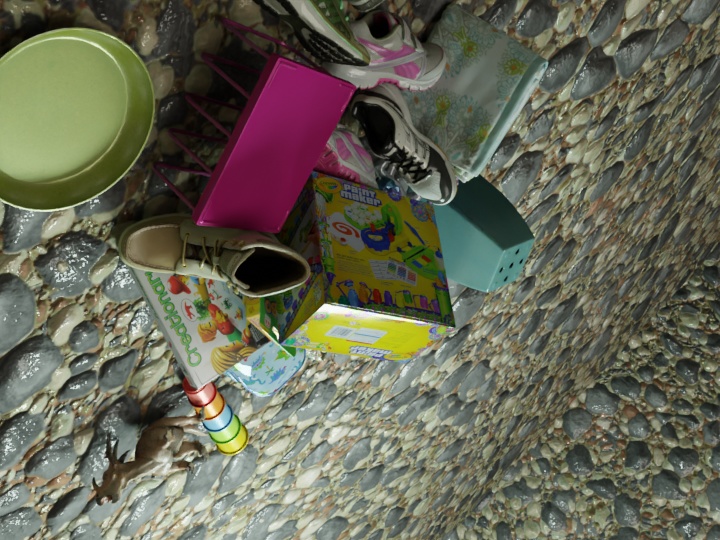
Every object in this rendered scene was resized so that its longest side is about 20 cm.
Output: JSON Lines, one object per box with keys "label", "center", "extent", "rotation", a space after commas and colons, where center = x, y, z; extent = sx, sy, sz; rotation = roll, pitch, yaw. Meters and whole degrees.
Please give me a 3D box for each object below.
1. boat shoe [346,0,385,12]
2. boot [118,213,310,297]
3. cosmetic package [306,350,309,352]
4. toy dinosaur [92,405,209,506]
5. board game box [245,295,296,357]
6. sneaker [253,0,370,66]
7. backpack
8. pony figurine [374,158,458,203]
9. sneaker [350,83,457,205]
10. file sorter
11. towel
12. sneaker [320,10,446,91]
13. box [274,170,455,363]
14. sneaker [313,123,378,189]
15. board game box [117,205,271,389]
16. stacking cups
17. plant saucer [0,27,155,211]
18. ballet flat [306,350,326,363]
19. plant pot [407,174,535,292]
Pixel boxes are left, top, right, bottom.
{"label": "boat shoe", "center": [0.060, -0.385, 0.996], "extent": [0.202, 0.072, 0.060], "rotation": [-50, 145, -7]}
{"label": "boot", "center": [-0.170, -0.016, 0.938], "extent": [0.198, 0.154, 0.073], "rotation": [2, 102, -23]}
{"label": "cosmetic package", "center": [-0.068, 0.040, 1.256], "extent": [0.103, 0.073, 0.201], "rotation": [-28, 155, -33]}
{"label": "toy dinosaur", "center": [-0.305, 0.258, 1.209], "extent": [0.200, 0.134, 0.087], "rotation": [-41, 121, -69]}
{"label": "board game box", "center": [-0.117, 0.013, 1.087], "extent": [0.030, 0.202, 0.096], "rotation": [-20, 142, 17]}
{"label": "sneaker", "center": [-0.043, -0.307, 0.929], "extent": [0.200, 0.077, 0.089], "rotation": [35, 79, -46]}
{"label": "backpack", "center": [-0.162, 0.092, 1.184], "extent": [0.163, 0.153, 0.200], "rotation": [-46, 162, -19]}
{"label": "pony figurine", "center": [0.060, -0.101, 1.261], "extent": [0.193, 0.167, 0.200], "rotation": [37, 97, -28]}
{"label": "sneaker", "center": [0.053, -0.164, 1.123], "extent": [0.075, 0.201, 0.088], "rotation": [-33, -171, 36]}
{"label": "file sorter", "center": [-0.130, -0.165, 0.936], "extent": [0.138, 0.125, 0.201], "rotation": [3, 122, -55]}
{"label": "towel", "center": [0.142, -0.250, 1.153], "extent": [0.201, 0.171, 0.048], "rotation": [-57, 163, 13]}
{"label": "sneaker", "center": [0.043, -0.291, 1.066], "extent": [0.199, 0.081, 0.089], "rotation": [-14, 134, -42]}
{"label": "box", "center": [0.000, 0.000, 1.073], "extent": [0.198, 0.194, 0.122], "rotation": [12, 146, -30]}
{"label": "sneaker", "center": [-0.048, -0.157, 1.092], "extent": [0.081, 0.089, 0.200], "rotation": [-22, 146, 25]}
{"label": "board game box", "center": [-0.204, 0.032, 1.037], "extent": [0.126, 0.035, 0.201], "rotation": [-33, 108, -26]}
{"label": "stacking cups", "center": [-0.232, 0.229, 1.297], "extent": [0.060, 0.060, 0.201], "rotation": [-40, 148, -16]}
{"label": "plant saucer", "center": [-0.301, -0.153, 0.819], "extent": [0.199, 0.031, 0.201], "rotation": [-33, 146, -26]}
{"label": "ballet flat", "center": [-0.030, 0.073, 1.389], "extent": [0.201, 0.064, 0.076], "rotation": [-54, 155, 6]}
{"label": "plant pot", "center": [0.183, -0.065, 1.384], "extent": [0.141, 0.200, 0.142], "rotation": [-18, 138, -40]}
